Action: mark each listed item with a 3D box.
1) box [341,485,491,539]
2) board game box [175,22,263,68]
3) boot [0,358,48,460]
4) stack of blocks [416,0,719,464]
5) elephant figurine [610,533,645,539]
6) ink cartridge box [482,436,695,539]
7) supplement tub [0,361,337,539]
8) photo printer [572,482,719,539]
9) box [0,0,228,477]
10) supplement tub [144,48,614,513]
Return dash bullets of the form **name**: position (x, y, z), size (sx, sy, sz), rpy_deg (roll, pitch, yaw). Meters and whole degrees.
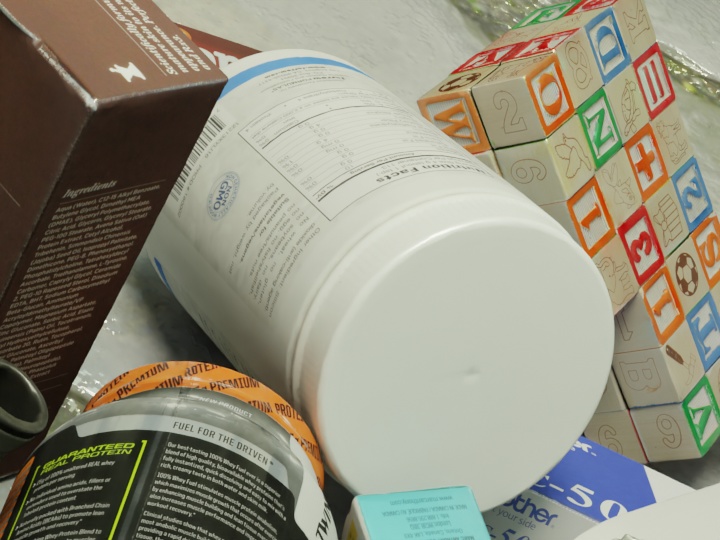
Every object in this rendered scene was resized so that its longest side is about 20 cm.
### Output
- **box**: position (0.038, 0.179, 0.789), size (0.049, 0.083, 0.201), rpy_deg (-4, 48, -19)
- **board game box**: position (-0.126, -0.097, 1.082), size (0.199, 0.019, 0.103), rpy_deg (16, 36, -21)
- **boot**: position (-0.210, 0.062, 0.719), size (0.199, 0.131, 0.068), rpy_deg (7, 40, -31)
- **stack of blocks**: position (0.110, -0.013, 1.018), size (0.115, 0.058, 0.201), rpy_deg (-40, 114, -48)
- **elephant figurine**: position (0.012, 0.192, 0.622), size (0.199, 0.142, 0.156), rpy_deg (-25, 82, -16)
- **ink cartridge box**: position (0.125, 0.122, 0.954), size (0.199, 0.044, 0.094), rpy_deg (25, 16, -9)
- **supplement tub**: position (-0.074, 0.127, 0.749), size (0.122, 0.123, 0.200), rpy_deg (26, 35, -7)
- **photo printer**: position (0.162, 0.152, 0.824), size (0.199, 0.070, 0.167), rpy_deg (-9, 50, -42)
- **box**: position (-0.138, -0.021, 0.815), size (0.075, 0.200, 0.100), rpy_deg (-17, 56, -48)
- **supplement tub**: position (0.000, 0.000, 0.909), size (0.131, 0.133, 0.200), rpy_deg (7, 21, -30)
